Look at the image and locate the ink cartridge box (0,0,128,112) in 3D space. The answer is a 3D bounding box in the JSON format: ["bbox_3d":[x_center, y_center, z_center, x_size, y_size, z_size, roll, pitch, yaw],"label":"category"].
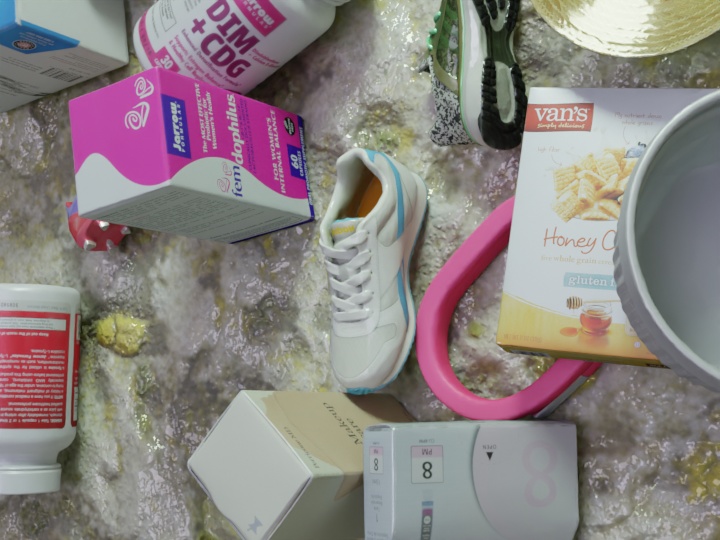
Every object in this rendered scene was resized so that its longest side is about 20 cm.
[{"bbox_3d":[-0.357,-0.233,1.181,0.200,0.145,0.084,-13,77,31],"label":"ink cartridge box"}]

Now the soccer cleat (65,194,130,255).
[{"bbox_3d":[-0.220,-0.102,1.139,0.200,0.067,0.076,-48,58,23],"label":"soccer cleat"}]

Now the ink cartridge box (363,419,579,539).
[{"bbox_3d":[0.083,0.209,0.852,0.057,0.162,0.200,-20,71,59],"label":"ink cartridge box"}]

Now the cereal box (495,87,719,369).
[{"bbox_3d":[0.182,-0.034,0.851,0.144,0.040,0.200,4,78,22],"label":"cereal box"}]

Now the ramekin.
[{"bbox_3d":[0.256,-0.011,0.753,0.200,0.105,0.200,0,79,-1],"label":"ramekin"}]

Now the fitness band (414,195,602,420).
[{"bbox_3d":[0.126,0.028,0.914,0.200,0.037,0.144,-49,62,18],"label":"fitness band"}]

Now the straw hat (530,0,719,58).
[{"bbox_3d":[0.222,-0.237,0.850,0.201,0.085,0.201,-2,85,27],"label":"straw hat"}]

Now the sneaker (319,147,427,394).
[{"bbox_3d":[0.000,0.000,0.951,0.076,0.081,0.200,-8,67,34],"label":"sneaker"}]

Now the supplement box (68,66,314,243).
[{"bbox_3d":[-0.139,-0.091,1.000,0.103,0.200,0.101,-14,78,31],"label":"supplement box"}]

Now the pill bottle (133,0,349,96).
[{"bbox_3d":[-0.094,-0.232,1.037,0.200,0.113,0.113,-34,68,26],"label":"pill bottle"}]

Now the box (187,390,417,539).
[{"bbox_3d":[-0.025,0.150,0.902,0.095,0.200,0.078,45,109,28],"label":"box"}]

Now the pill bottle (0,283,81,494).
[{"bbox_3d":[-0.335,0.115,1.160,0.112,0.112,0.200,-2,84,33],"label":"pill bottle"}]

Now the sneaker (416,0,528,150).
[{"bbox_3d":[0.076,-0.189,0.952,0.089,0.077,0.200,-10,78,41],"label":"sneaker"}]
